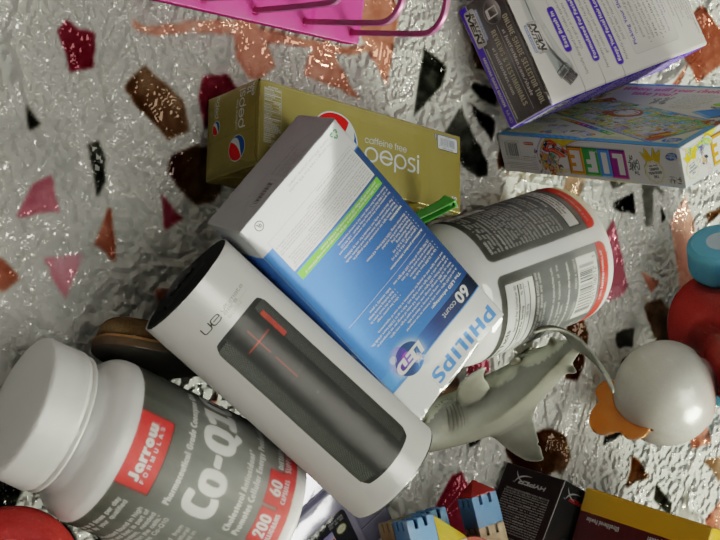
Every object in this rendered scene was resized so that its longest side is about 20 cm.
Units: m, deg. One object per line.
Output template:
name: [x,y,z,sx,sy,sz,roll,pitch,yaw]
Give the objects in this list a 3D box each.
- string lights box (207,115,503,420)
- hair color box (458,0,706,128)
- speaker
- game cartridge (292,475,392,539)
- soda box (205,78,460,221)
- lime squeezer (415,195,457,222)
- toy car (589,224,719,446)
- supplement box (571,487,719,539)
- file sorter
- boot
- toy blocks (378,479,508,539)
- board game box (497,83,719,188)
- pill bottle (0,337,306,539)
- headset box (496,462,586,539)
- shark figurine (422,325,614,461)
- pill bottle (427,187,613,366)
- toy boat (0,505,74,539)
string lights box: [0.000,0.000,1.033,0.103,0.059,0.200,-49,117,-14]
hair color box: [0.189,-0.204,1.248,0.199,0.065,0.110,-23,87,-36]
speaker: [-0.048,0.073,1.000,0.200,0.081,0.081,44,69,-13]
game cartridge: [-0.066,0.212,1.148,0.200,0.038,0.131,-39,115,-28]
soda box: [-0.018,-0.084,1.109,0.198,0.067,0.065,12,73,-39]
lime squeezer: [-0.013,0.014,1.103,0.201,0.070,0.038,-52,164,-14]
toy car: [0.295,0.092,1.373,0.198,0.177,0.186,-19,126,-6]
supplement box: [0.270,0.317,1.277,0.196,0.132,0.202,22,82,-43]
file sorter: [-0.038,-0.244,1.037,0.198,0.125,0.141,6,93,-39]
boot: [-0.111,0.040,1.070,0.199,0.073,0.077,8,78,-47]
toy blocks: [0.059,0.250,1.177,0.198,0.100,0.138,-13,87,-26]
board game box: [0.230,-0.115,1.228,0.134,0.199,0.035,-29,114,-32]
pill bottle: [-0.145,0.130,1.005,0.199,0.113,0.115,29,79,-28]
headset box: [0.162,0.294,1.319,0.148,0.077,0.202,32,76,-38]
shark figurine: [0.134,0.108,1.201,0.128,0.214,0.090,-14,75,-52]
pill bottle: [0.099,0.010,1.196,0.198,0.115,0.117,-18,108,-35]
toy boat: [-0.259,0.211,0.898,0.197,0.131,0.132,-3,78,-19]
